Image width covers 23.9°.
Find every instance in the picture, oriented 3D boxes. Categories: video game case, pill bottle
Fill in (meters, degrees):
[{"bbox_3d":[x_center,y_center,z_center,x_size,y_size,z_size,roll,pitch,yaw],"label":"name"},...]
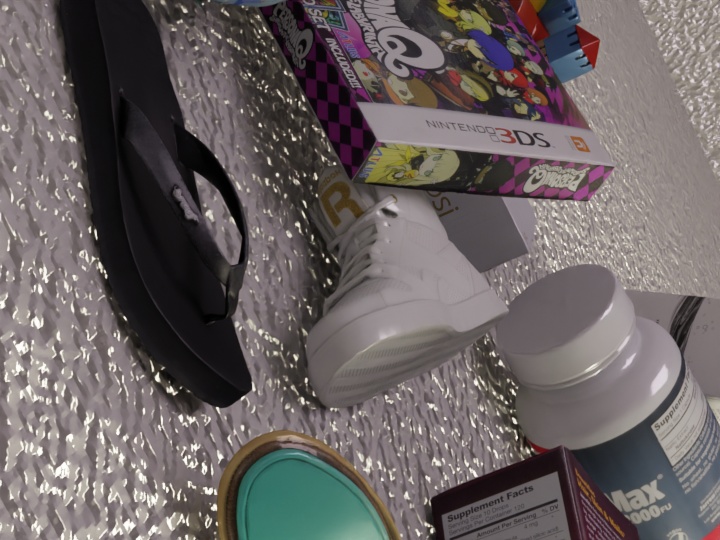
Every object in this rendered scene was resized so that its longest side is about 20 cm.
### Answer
[{"bbox_3d":[0.030,-0.126,0.959,0.180,0.036,0.201,3,47,-39],"label":"video game case"},{"bbox_3d":[0.173,0.101,1.145,0.201,0.119,0.120,58,20,-25],"label":"pill bottle"}]

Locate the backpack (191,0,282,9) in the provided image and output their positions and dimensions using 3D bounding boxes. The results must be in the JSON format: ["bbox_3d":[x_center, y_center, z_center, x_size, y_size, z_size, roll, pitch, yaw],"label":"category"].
[{"bbox_3d":[-0.052,-0.200,0.799,0.199,0.162,0.155,18,55,-43],"label":"backpack"}]

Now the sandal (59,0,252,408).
[{"bbox_3d":[-0.082,-0.041,0.712,0.076,0.043,0.202,22,48,-65],"label":"sandal"}]

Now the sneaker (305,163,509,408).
[{"bbox_3d":[0.000,0.000,0.878,0.116,0.073,0.200,56,20,9],"label":"sneaker"}]

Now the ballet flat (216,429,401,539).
[{"bbox_3d":[-0.010,0.130,0.714,0.201,0.068,0.063,58,-8,-34],"label":"ballet flat"}]

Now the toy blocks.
[{"bbox_3d":[0.098,-0.191,1.250,0.100,0.136,0.201,48,26,-44],"label":"toy blocks"}]

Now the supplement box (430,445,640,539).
[{"bbox_3d":[0.107,0.211,0.880,0.110,0.085,0.201,47,27,-46],"label":"supplement box"}]

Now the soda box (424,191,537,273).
[{"bbox_3d":[0.044,-0.097,1.103,0.201,0.063,0.068,62,19,-14],"label":"soda box"}]

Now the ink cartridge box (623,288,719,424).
[{"bbox_3d":[0.260,0.084,1.261,0.146,0.198,0.085,45,59,-51],"label":"ink cartridge box"}]
